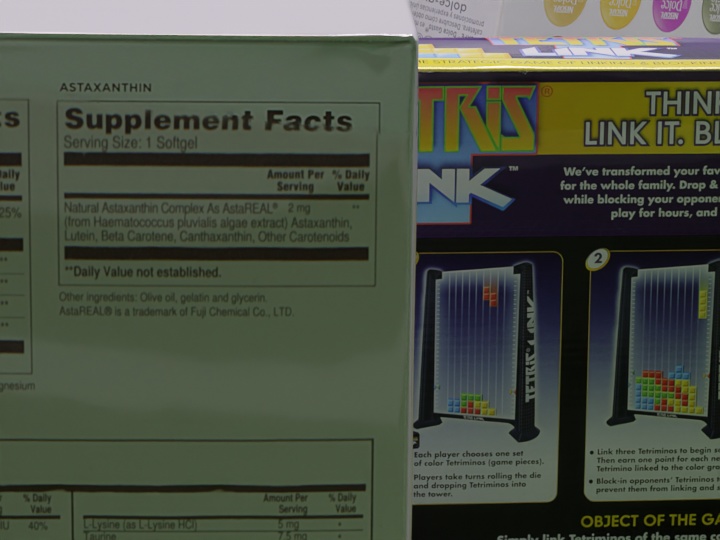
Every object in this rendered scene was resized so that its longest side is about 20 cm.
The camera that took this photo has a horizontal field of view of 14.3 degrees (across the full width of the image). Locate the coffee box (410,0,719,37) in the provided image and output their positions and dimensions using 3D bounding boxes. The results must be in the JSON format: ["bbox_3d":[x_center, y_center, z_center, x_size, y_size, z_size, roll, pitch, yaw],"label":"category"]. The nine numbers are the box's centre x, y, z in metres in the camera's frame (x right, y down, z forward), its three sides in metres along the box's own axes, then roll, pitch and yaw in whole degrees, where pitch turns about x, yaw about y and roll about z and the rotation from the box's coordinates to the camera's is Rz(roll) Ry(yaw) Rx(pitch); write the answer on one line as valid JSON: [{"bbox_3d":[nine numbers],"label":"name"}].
[{"bbox_3d":[0.061,-0.140,1.384,0.199,0.199,0.199,20,15,42],"label":"coffee box"}]

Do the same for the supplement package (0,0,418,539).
[{"bbox_3d":[-0.063,0.034,0.660,0.149,0.202,0.152,0,13,-1],"label":"supplement package"}]

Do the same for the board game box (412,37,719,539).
[{"bbox_3d":[0.081,0.018,0.820,0.198,0.167,0.057,0,13,-5],"label":"board game box"}]
